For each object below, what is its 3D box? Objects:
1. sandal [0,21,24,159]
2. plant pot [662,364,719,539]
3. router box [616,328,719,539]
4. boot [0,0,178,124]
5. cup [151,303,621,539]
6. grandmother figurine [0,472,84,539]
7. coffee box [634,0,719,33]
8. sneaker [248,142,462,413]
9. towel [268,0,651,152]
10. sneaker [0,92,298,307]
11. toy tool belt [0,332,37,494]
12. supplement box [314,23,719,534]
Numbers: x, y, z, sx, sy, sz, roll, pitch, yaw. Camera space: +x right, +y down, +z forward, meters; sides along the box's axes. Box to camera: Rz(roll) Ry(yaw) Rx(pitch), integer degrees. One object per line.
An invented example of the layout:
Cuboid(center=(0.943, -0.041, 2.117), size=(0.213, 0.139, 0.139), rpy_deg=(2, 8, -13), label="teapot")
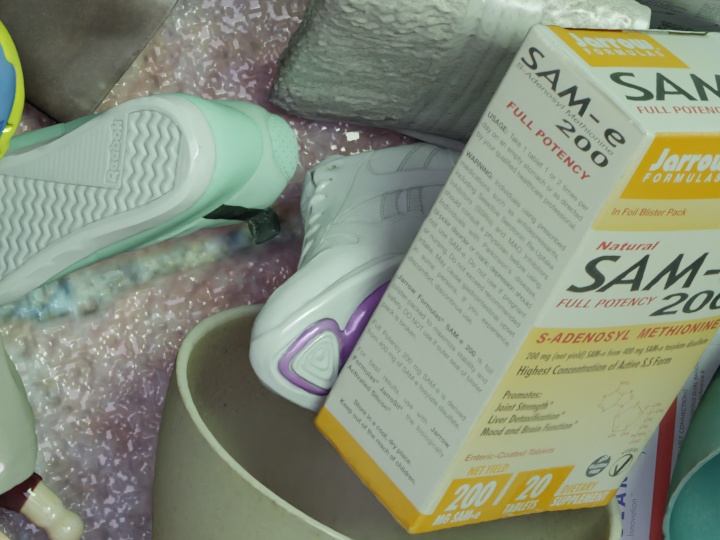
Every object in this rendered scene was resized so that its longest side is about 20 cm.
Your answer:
Cuboid(center=(-0.225, -0.044, 1.249), size=(0.200, 0.087, 0.080), rpy_deg=(-34, 82, 23), label="sandal")
Cuboid(center=(0.232, 0.063, 1.255), size=(0.200, 0.200, 0.135), rpy_deg=(16, 53, -6), label="plant pot")
Cuboid(center=(0.191, 0.057, 1.354), size=(0.179, 0.049, 0.201), rpy_deg=(6, 88, -6), label="router box")
Cuboid(center=(-0.188, -0.110, 1.304), size=(0.166, 0.072, 0.200), rpy_deg=(40, 93, -10), label="boot")
Cuboid(center=(-0.009, 0.128, 1.274), size=(0.200, 0.200, 0.144), rpy_deg=(21, 114, -6), label="cup")
Cuboid(center=(-0.183, 0.123, 1.308), size=(0.121, 0.061, 0.200), rpy_deg=(-23, 89, -15), label="grandmother figurine")
Cuboid(center=(0.141, -0.144, 1.271), size=(0.080, 0.200, 0.113), rpy_deg=(15, 81, -6), label="coffee box")
Cuboid(center=(0.000, 0.000, 1.279), size=(0.099, 0.200, 0.075), rpy_deg=(23, 121, 24), label="sneaker")
Cuboid(center=(0.036, -0.088, 1.265), size=(0.132, 0.200, 0.035), rpy_deg=(11, 77, -6), label="towel")
Cuboid(center=(-0.121, -0.025, 1.310), size=(0.200, 0.118, 0.074), rpy_deg=(-15, 84, 29), label="sneaker")
Cuboid(center=(-0.222, 0.044, 1.192), size=(0.200, 0.125, 0.123), rpy_deg=(-26, 119, -41), label="toy tool belt")
Cuboid(center=(0.084, 0.004, 1.188), size=(0.074, 0.126, 0.200), rpy_deg=(47, 123, 32), label="supplement box")
